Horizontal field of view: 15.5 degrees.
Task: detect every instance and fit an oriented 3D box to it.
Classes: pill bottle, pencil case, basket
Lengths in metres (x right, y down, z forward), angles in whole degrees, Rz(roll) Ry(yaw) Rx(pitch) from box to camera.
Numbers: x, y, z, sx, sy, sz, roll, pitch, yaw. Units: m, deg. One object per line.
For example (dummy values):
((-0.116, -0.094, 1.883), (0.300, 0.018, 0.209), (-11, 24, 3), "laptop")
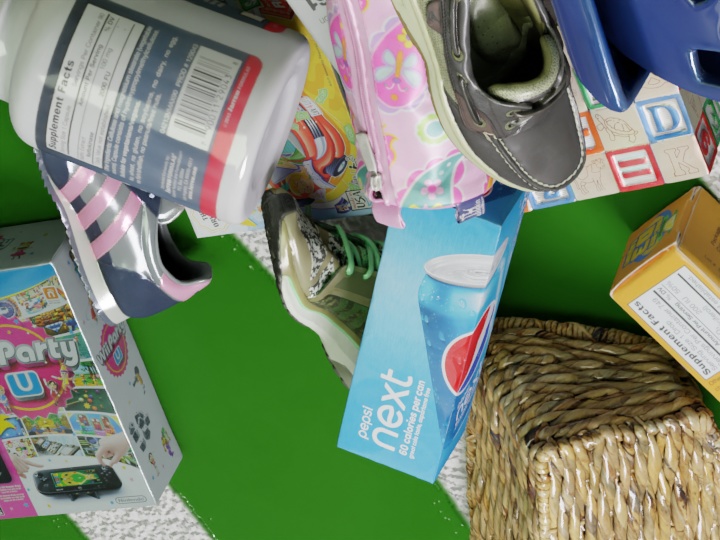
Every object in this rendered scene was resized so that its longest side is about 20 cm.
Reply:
((-0.140, -0.116, 1.556), (0.199, 0.120, 0.120), (21, 128, 5), "pill bottle")
((0.023, -0.125, 1.451), (0.087, 0.088, 0.201), (2, 125, 18), "pencil case")
((0.154, 0.132, 1.697), (0.142, 0.149, 0.201), (-13, 125, -12), "basket")

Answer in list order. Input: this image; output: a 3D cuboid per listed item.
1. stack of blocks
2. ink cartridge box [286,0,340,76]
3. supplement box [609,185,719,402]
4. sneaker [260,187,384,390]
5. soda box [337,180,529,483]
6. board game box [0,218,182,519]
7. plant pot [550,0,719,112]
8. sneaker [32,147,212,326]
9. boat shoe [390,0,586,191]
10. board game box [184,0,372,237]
((0.101, -0.100, 1.564), (0.199, 0.059, 0.116), (-12, 119, 26), "stack of blocks")
((0.005, -0.224, 1.494), (0.144, 0.085, 0.200), (-24, 115, 32), "ink cartridge box")
((0.244, 0.046, 1.611), (0.200, 0.067, 0.069), (45, 129, -13), "supplement box")
((0.000, 0.000, 1.649), (0.088, 0.077, 0.200), (-24, 144, 9), "sneaker")
((0.043, 0.026, 1.589), (0.067, 0.064, 0.201), (21, 128, 11), "soda box")
((-0.225, 0.069, 1.796), (0.146, 0.064, 0.201), (-8, 120, 24), "board game box")
((0.193, -0.204, 1.379), (0.179, 0.200, 0.201), (-3, 124, 29), "plant pot")
((-0.155, -0.061, 1.687), (0.081, 0.070, 0.201), (-14, 123, 9), "sneaker")
((0.075, -0.107, 1.399), (0.066, 0.072, 0.201), (33, 160, 47), "boat shoe")
((-0.071, -0.119, 1.626), (0.133, 0.034, 0.201), (-7, 121, 24), "board game box")
